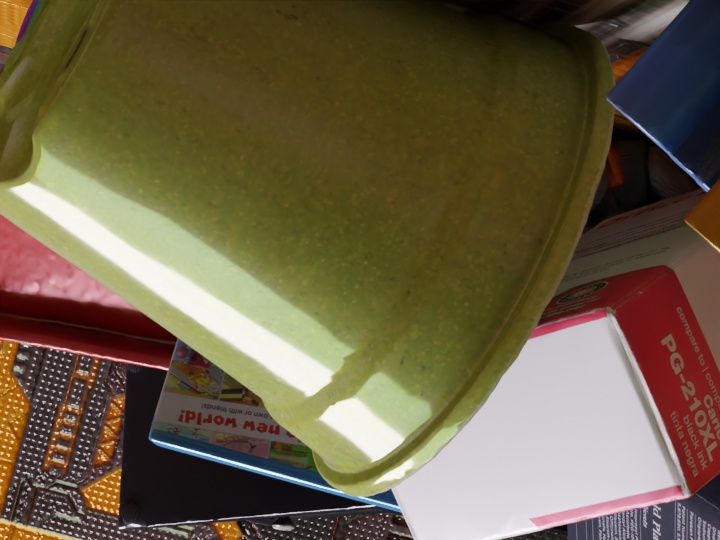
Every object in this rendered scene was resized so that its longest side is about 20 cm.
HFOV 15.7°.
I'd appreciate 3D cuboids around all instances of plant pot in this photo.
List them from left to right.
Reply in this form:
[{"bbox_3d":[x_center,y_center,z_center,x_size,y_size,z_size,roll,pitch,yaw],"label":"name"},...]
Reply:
[{"bbox_3d":[-0.037,-0.044,0.974,0.184,0.201,0.200,28,172,-18],"label":"plant pot"}]

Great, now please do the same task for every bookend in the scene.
[{"bbox_3d":[0.018,0.093,1.308,0.200,0.092,0.199,-8,162,33],"label":"bookend"}]

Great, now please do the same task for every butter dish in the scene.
[{"bbox_3d":[-0.114,-0.062,1.267,0.200,0.148,0.200,10,-141,15],"label":"butter dish"}]

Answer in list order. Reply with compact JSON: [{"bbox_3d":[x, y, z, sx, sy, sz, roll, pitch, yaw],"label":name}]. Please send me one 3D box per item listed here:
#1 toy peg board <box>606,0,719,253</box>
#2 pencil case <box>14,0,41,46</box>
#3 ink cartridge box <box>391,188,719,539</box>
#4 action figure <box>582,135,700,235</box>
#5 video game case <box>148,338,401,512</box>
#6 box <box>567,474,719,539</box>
[{"bbox_3d":[0.149,-0.001,0.772,0.199,0.098,0.200,43,-175,20],"label":"toy peg board"},{"bbox_3d":[-0.048,-0.072,1.148,0.200,0.093,0.085,14,176,10],"label":"pencil case"},{"bbox_3d":[0.117,0.031,1.084,0.145,0.084,0.200,-18,-172,43],"label":"ink cartridge box"},{"bbox_3d":[0.137,-0.010,1.290,0.193,0.105,0.200,24,149,-35],"label":"action figure"},{"bbox_3d":[0.000,0.000,1.179,0.143,0.200,0.018,14,170,10],"label":"video game case"},{"bbox_3d":[0.224,0.111,1.199,0.200,0.104,0.182,-16,-154,-23],"label":"box"}]
